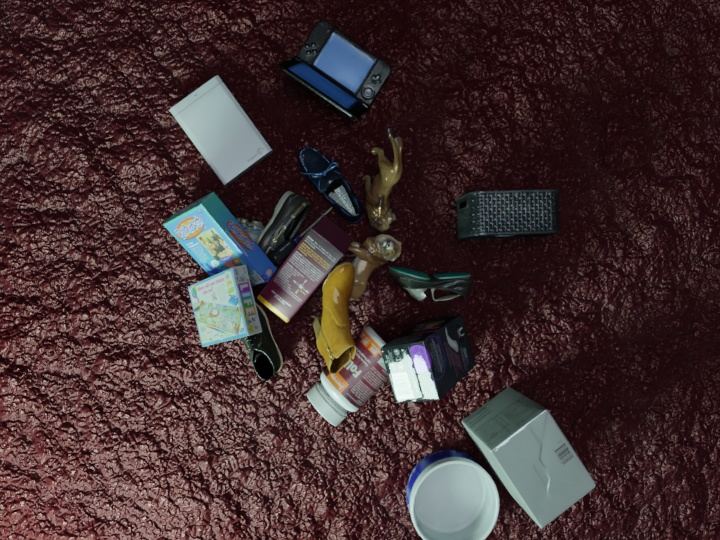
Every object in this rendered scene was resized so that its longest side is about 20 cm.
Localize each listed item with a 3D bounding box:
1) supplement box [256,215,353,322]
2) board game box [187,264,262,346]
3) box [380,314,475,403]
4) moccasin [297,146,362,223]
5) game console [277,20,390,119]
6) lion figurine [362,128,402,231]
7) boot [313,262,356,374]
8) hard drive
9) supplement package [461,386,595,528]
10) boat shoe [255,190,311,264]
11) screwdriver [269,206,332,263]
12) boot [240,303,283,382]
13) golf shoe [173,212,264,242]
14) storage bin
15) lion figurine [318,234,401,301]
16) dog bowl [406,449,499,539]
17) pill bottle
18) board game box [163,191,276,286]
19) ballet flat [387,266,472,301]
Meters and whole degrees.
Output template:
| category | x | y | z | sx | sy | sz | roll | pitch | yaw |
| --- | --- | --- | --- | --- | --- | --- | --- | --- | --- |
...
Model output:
| category | x | y | z | sx | sy | sz | roll | pitch | yaw |
| --- | --- | --- | --- | --- | --- | --- | --- | --- | --- |
| supplement box | -0.113 | -0.004 | 1.065 | 0.085 | 0.110 | 0.200 | 39 | 112 | -4 |
| board game box | -0.282 | 0.077 | 1.047 | 0.034 | 0.199 | 0.136 | -12 | 87 | -44 |
| box | 0.147 | 0.181 | 1.073 | 0.105 | 0.199 | 0.124 | -15 | 92 | 35 |
| moccasin | -0.059 | -0.196 | 1.124 | 0.080 | 0.068 | 0.200 | -45 | 94 | -4 |
| game console | -0.049 | -0.436 | 1.100 | 0.199 | 0.116 | 0.177 | 33 | 88 | -5 |
| lion figurine | 0.051 | -0.186 | 1.087 | 0.072 | 0.201 | 0.124 | -2 | 55 | -10 |
| boot | -0.037 | 0.101 | 1.054 | 0.070 | 0.144 | 0.203 | 5 | 123 | -31 |
| hard drive | -0.304 | -0.306 | 1.122 | 0.131 | 0.027 | 0.201 | -37 | 94 | -4 |
| supplement package | 0.351 | 0.388 | 1.100 | 0.146 | 0.200 | 0.192 | -34 | 94 | -5 |
| boat shoe | -0.174 | -0.072 | 1.107 | 0.060 | 0.072 | 0.203 | 25 | 86 | 17 |
| screwdriver | -0.119 | -0.081 | 1.100 | 0.200 | 0.029 | 0.028 | -42 | 137 | -29 |
| boot | -0.226 | 0.134 | 1.075 | 0.077 | 0.138 | 0.201 | -35 | 92 | -4 |
| golf shoe | -0.309 | -0.076 | 1.101 | 0.198 | 0.078 | 0.098 | 12 | 96 | -4 |
| storage bin | 0.321 | -0.121 | 1.125 | 0.197 | 0.135 | 0.095 | -3 | 91 | -5 |
| lion figurine | 0.000 | 0.000 | 1.138 | 0.122 | 0.073 | 0.201 | 26 | 102 | -17 |
| dog bowl | 0.204 | 0.514 | 1.147 | 0.197 | 0.079 | 0.203 | 0 | 90 | -5 |
| pill bottle | -0.014 | 0.229 | 1.108 | 0.114 | 0.114 | 0.200 | 45 | 86 | -4 |
| board game box | -0.285 | -0.049 | 1.038 | 0.201 | 0.151 | 0.045 | 53 | 46 | -24 |
| ballet flat | 0.155 | 0.035 | 1.149 | 0.197 | 0.068 | 0.069 | 5 | 102 | -5 |
